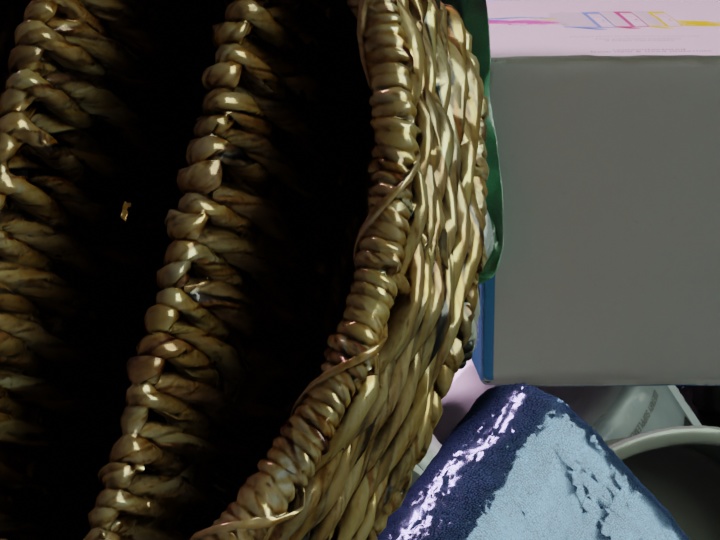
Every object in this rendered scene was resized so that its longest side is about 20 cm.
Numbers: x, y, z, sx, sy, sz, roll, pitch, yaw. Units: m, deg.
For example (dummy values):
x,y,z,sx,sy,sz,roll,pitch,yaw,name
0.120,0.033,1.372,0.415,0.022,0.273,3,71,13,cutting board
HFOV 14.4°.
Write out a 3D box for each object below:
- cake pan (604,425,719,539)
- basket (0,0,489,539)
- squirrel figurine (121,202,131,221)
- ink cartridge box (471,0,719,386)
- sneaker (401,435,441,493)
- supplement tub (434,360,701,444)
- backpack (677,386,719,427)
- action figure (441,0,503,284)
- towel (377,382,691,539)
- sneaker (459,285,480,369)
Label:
x,y,z,sx,sy,sz,roll,pitch,yaw,name
0.100,0.151,1.074,0.037,0.200,0.200,22,-26,56,cake pan
-0.059,-0.009,0.739,0.149,0.143,0.200,37,65,-57,basket
-0.095,-0.072,0.932,0.187,0.141,0.200,62,27,-45,squirrel figurine
0.098,-0.038,1.149,0.200,0.125,0.129,-112,-159,-77,ink cartridge box
0.030,0.105,1.101,0.200,0.076,0.081,53,9,-36,sneaker
0.112,0.123,1.225,0.200,0.122,0.123,54,18,-27,supplement tub
0.172,0.098,1.407,0.183,0.147,0.200,56,21,-19,backpack
0.007,-0.062,1.026,0.055,0.118,0.200,-19,99,-78,action figure
0.027,0.132,0.827,0.112,0.049,0.200,50,51,-16,towel
0.000,0.000,0.959,0.200,0.077,0.085,148,-49,-69,sneaker
